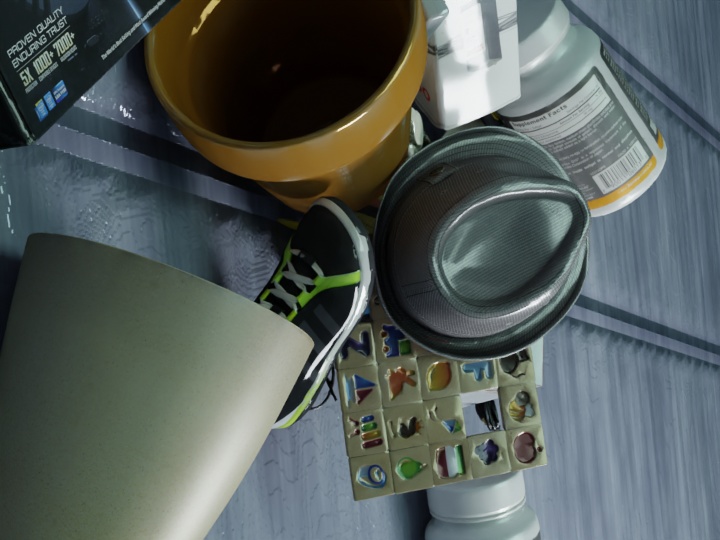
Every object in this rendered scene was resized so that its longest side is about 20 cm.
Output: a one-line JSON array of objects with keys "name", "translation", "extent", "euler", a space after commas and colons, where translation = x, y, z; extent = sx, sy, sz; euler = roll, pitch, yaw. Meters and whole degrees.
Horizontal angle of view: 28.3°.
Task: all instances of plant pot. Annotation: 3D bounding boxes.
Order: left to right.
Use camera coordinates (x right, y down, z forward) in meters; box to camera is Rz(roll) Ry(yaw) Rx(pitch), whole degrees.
[{"name": "plant pot", "translation": [-0.147, 0.106, 0.851], "extent": [0.187, 0.186, 0.202], "euler": [38, 68, -54]}, {"name": "plant pot", "translation": [-0.040, -0.136, 1.071], "extent": [0.184, 0.198, 0.202], "euler": [64, 31, -64]}]

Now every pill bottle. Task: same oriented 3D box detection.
[{"name": "pill bottle", "translation": [0.123, 0.290, 1.378], "extent": [0.113, 0.112, 0.202], "euler": [-28, 111, -60]}, {"name": "pill bottle", "translation": [0.194, -0.157, 1.342], "extent": [0.200, 0.116, 0.117], "euler": [50, 42, -26]}]

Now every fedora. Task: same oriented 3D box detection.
[{"name": "fedora", "translation": [0.107, -0.023, 1.088], "extent": [0.198, 0.090, 0.179], "euler": [-21, 94, -19]}]

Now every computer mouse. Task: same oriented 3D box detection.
[{"name": "computer mouse", "translation": [0.097, 0.100, 1.358], "extent": [0.200, 0.034, 0.059], "euler": [-112, -170, -70]}]

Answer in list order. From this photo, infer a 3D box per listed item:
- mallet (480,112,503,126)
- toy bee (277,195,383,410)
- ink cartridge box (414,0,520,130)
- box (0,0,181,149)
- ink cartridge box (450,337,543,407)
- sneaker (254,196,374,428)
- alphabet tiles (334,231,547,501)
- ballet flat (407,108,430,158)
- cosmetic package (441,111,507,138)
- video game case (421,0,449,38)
[{"name": "mallet", "translation": [0.067, -0.210, 1.340], "extent": [0.201, 0.041, 0.066], "euler": [56, 30, 1]}, {"name": "toy bee", "translation": [0.000, 0.000, 1.170], "extent": [0.129, 0.109, 0.202], "euler": [1, 65, -20]}, {"name": "ink cartridge box", "translation": [0.060, -0.238, 1.161], "extent": [0.146, 0.084, 0.201], "euler": [56, -17, 40]}, {"name": "box", "translation": [-0.208, -0.188, 0.844], "extent": [0.200, 0.085, 0.165], "euler": [-57, 134, -49]}, {"name": "ink cartridge box", "translation": [0.084, 0.022, 1.249], "extent": [0.083, 0.200, 0.178], "euler": [7, 77, -18]}, {"name": "sneaker", "translation": [-0.053, 0.043, 1.059], "extent": [0.082, 0.071, 0.202], "euler": [-11, 126, -49]}, {"name": "alphabet tiles", "translation": [0.058, 0.066, 1.118], "extent": [0.165, 0.008, 0.203], "euler": [-7, 89, -19]}, {"name": "ballet flat", "translation": [0.009, -0.145, 1.270], "extent": [0.200, 0.071, 0.073], "euler": [37, 55, -55]}, {"name": "cosmetic package", "translation": [0.110, -0.104, 1.406], "extent": [0.200, 0.071, 0.106], "euler": [-55, 173, -49]}, {"name": "video game case", "translation": [0.001, -0.253, 1.135], "extent": [0.184, 0.023, 0.200], "euler": [66, -13, 3]}]
